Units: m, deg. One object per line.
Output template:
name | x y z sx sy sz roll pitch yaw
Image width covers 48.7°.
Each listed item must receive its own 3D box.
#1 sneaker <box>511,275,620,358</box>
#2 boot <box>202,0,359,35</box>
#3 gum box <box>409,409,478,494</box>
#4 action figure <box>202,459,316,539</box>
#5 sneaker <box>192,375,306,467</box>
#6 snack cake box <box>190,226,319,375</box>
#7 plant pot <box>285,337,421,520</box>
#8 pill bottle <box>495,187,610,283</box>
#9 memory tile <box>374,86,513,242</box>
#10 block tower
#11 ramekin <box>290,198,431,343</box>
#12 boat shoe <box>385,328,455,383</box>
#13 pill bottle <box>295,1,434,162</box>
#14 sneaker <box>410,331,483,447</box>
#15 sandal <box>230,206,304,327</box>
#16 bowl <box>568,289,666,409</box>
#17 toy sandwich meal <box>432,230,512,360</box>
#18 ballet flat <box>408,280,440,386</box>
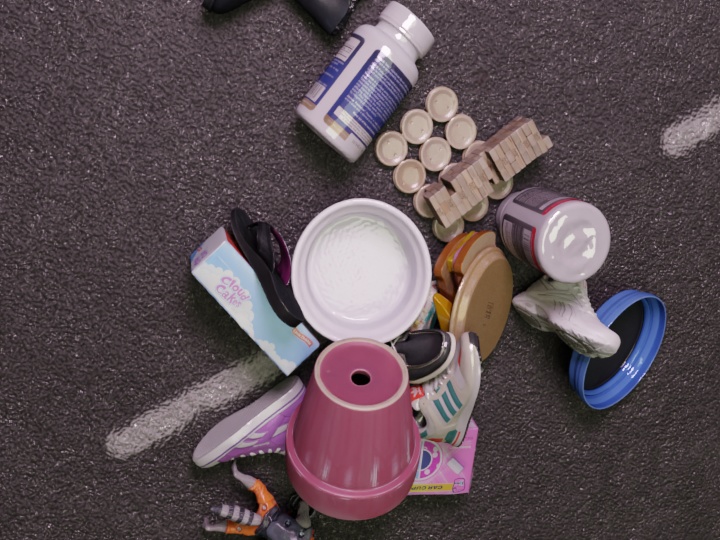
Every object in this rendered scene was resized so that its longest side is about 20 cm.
sneaker | 0.319 0.055 1.196 0.100 0.199 0.078 -49 130 -6
boot | -0.091 -0.374 1.061 0.168 0.076 0.201 42 85 -14
gum box | 0.088 0.285 1.254 0.194 0.066 0.117 1 108 -13
action figure | -0.149 0.414 1.215 0.190 0.105 0.204 28 86 -1
sneaker | -0.148 0.262 1.201 0.198 0.073 0.116 -31 110 -4
snack cake box | -0.150 0.041 1.125 0.067 0.115 0.201 -40 107 0
plant pot | -0.005 0.202 1.088 0.194 0.202 0.182 -2 130 -12
pill bottle | 0.267 -0.059 1.149 0.108 0.200 0.114 -3 105 -11
memory tile | 0.125 -0.156 1.193 0.153 0.017 0.201 -40 108 -1
block tower | 0.183 -0.149 1.170 0.198 0.054 0.058 -36 109 -3
ramekin | 0.000 0.000 1.141 0.194 0.098 0.207 0 96 -2
boat shoe | 0.052 0.122 1.149 0.067 0.197 0.074 23 64 -38
pill bottle | 0.010 -0.260 1.093 0.110 0.111 0.201 38 93 -18
sneaker | 0.117 0.173 1.143 0.091 0.071 0.204 6 127 -4
sandal | -0.117 -0.014 1.077 0.048 0.203 0.075 -38 150 11
bowl | 0.408 0.123 1.267 0.197 0.039 0.205 -21 127 -29
toy sandwich meal | 0.164 0.046 1.201 0.204 0.069 0.210 -30 128 -47
ballet flat | 0.074 0.108 1.225 0.063 0.075 0.205 19 94 16
